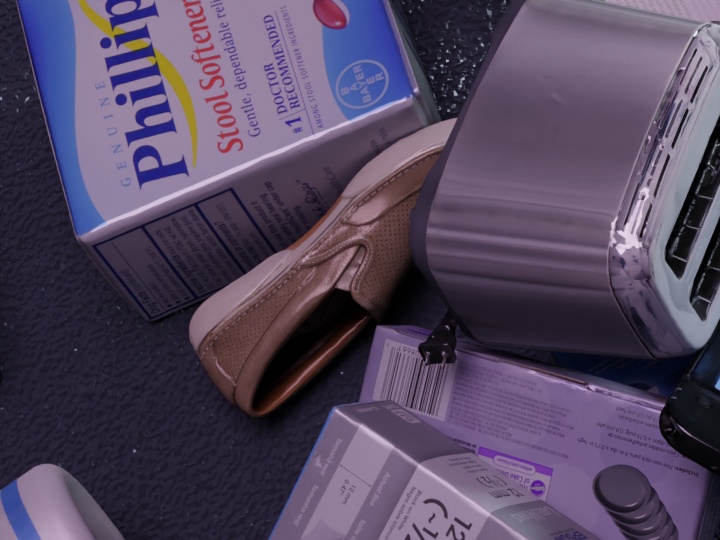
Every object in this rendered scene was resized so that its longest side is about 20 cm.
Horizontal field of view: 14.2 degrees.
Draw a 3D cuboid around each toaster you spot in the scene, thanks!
[{"bbox_3d":[0.112,-0.038,1.370,0.129,0.114,0.201,7,59,34],"label":"toaster"}]

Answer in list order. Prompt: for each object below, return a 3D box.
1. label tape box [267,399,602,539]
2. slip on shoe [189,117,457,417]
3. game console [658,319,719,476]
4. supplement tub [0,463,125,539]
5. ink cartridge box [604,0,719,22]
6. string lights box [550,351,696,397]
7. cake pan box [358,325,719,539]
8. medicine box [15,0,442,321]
[{"bbox_3d":[0.045,0.173,1.360,0.200,0.066,0.144,34,105,25],"label":"label tape box"},{"bbox_3d":[0.000,0.000,1.531,0.200,0.076,0.061,-35,53,4],"label":"slip on shoe"},{"bbox_3d":[0.257,0.036,1.340,0.175,0.117,0.200,30,31,8],"label":"game console"},{"bbox_3d":[-0.201,0.203,1.467,0.200,0.132,0.132,-35,58,0],"label":"supplement tub"},{"bbox_3d":[0.205,-0.108,1.507,0.199,0.076,0.148,-23,58,1],"label":"ink cartridge box"},{"bbox_3d":[0.145,0.022,1.480,0.102,0.059,0.201,-27,58,5],"label":"string lights box"},{"bbox_3d":[0.074,0.136,1.409,0.199,0.052,0.185,14,94,26],"label":"cake pan box"},{"bbox_3d":[-0.068,-0.102,1.596,0.199,0.103,0.183,-22,58,7],"label":"medicine box"}]
